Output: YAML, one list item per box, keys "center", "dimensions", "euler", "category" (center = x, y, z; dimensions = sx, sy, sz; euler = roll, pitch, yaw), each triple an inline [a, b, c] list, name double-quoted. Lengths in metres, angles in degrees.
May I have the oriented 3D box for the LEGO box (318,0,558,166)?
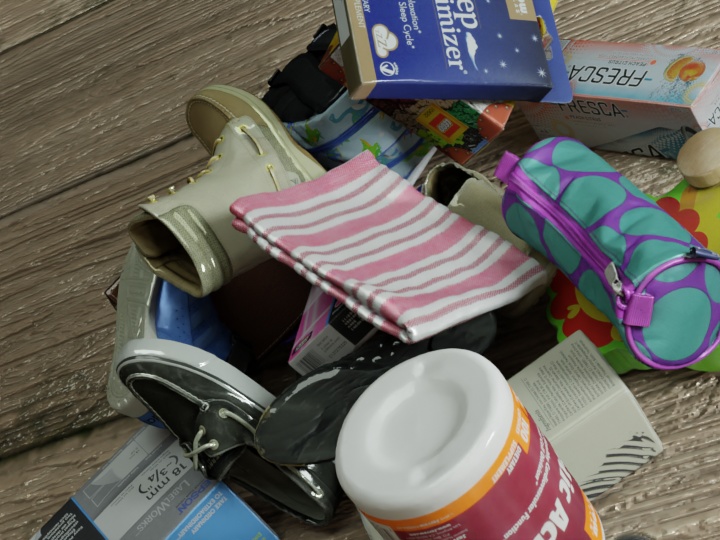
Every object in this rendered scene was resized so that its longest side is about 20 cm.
- center: [0.075, -0.214, 1.307]
  dimensions: [0.077, 0.148, 0.201]
  euler: [-40, 22, 56]
  category: "LEGO box"

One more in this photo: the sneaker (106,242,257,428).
- center: [-0.137, 0.043, 1.282]
  dimensions: [0.076, 0.111, 0.202]
  euler: [-33, 41, 39]
  category: "sneaker"

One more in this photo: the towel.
- center: [0.019, -0.021, 1.139]
  dimensions: [0.145, 0.030, 0.199]
  euler: [-23, 43, -39]
  category: "towel"

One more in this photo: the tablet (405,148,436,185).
- center: [0.046, -0.145, 1.481]
  dimensions: [0.129, 0.014, 0.201]
  euler: [7, 54, 46]
  category: "tablet"

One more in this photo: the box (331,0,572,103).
- center: [0.076, -0.192, 1.229]
  dimensions: [0.032, 0.198, 0.123]
  euler: [135, 129, -57]
  category: "box"

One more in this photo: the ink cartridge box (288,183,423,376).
- center: [0.000, 0.000, 1.221]
  dimensions: [0.095, 0.037, 0.201]
  euler: [-45, 13, 28]
  category: "ink cartridge box"

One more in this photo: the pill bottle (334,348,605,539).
- center: [0.079, 0.152, 0.946]
  dimensions: [0.113, 0.201, 0.115]
  euler: [-23, 37, 19]
  category: "pill bottle"

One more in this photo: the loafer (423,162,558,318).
- center: [0.094, -0.028, 1.236]
  dimensions: [0.076, 0.068, 0.200]
  euler: [-55, 25, 10]
  category: "loafer"

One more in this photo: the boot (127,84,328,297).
- center: [-0.123, -0.067, 1.254]
  dimensions: [0.154, 0.073, 0.200]
  euler: [-25, 52, -29]
  category: "boot"

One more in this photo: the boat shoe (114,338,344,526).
- center: [-0.098, 0.119, 1.158]
  dimensions: [0.071, 0.198, 0.064]
  euler: [-58, 4, 48]
  category: "boat shoe"

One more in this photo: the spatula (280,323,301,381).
- center: [-0.052, 0.090, 1.289]
  dimensions: [0.056, 0.021, 0.202]
  euler: [-27, 37, 37]
  category: "spatula"

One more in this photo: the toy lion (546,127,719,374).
- center: [0.227, 0.005, 1.116]
  dimensions: [0.191, 0.069, 0.200]
  euler: [-42, 35, 6]
  category: "toy lion"

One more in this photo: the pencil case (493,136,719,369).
- center: [0.171, -0.018, 1.073]
  dimensions: [0.086, 0.092, 0.200]
  euler: [-64, 32, 17]
  category: "pencil case"

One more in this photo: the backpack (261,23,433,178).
- center: [-0.002, -0.153, 1.403]
  dimensions: [0.163, 0.154, 0.200]
  euler: [-43, 4, -7]
  category: "backpack"

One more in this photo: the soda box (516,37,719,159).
- center: [0.218, -0.140, 1.274]
  dimensions: [0.199, 0.069, 0.064]
  euler: [15, 61, 49]
  category: "soda box"

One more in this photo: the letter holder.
- center: [-0.101, 0.002, 1.374]
  dimensions: [0.200, 0.142, 0.101]
  euler: [-49, -6, -10]
  category: "letter holder"

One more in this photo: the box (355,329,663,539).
- center: [0.098, 0.136, 1.064]
  dimensions: [0.199, 0.069, 0.082]
  euler: [-35, 34, 4]
  category: "box"

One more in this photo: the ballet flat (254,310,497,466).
- center: [0.014, 0.082, 1.129]
  dimensions: [0.198, 0.067, 0.057]
  euler: [-30, -1, -5]
  category: "ballet flat"

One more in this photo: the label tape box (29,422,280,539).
- center: [-0.152, 0.214, 1.199]
  dimensions: [0.144, 0.063, 0.199]
  euler: [-45, 35, -10]
  category: "label tape box"
